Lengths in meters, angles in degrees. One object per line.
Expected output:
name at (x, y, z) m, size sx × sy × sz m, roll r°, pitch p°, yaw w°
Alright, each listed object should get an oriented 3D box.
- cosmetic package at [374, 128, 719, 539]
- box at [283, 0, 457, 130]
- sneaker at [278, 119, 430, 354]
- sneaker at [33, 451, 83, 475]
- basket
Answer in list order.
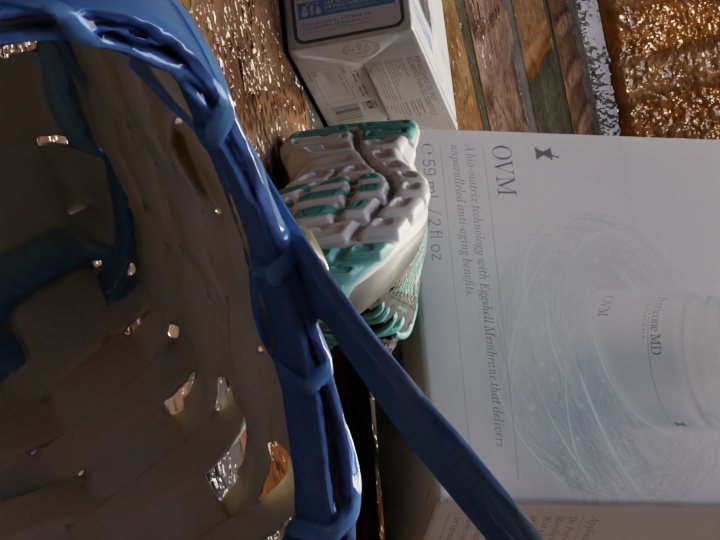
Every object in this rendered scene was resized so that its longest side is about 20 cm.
cosmetic package at (0.114, 0.049, 1.362) m, size 0.123 × 0.199 × 0.200 m, roll 107°, pitch -18°, yaw -55°
box at (-0.002, -0.173, 1.435) m, size 0.117 × 0.060 × 0.201 m, roll 61°, pitch 20°, yaw -62°
sneaker at (0.000, 0.000, 1.231) m, size 0.200 × 0.077 × 0.091 m, roll -65°, pitch 147°, yaw -71°
sneaker at (-0.082, 0.116, 0.613) m, size 0.083 × 0.080 × 0.201 m, roll -30°, pitch 110°, yaw -74°
basket at (-0.082, 0.035, 0.408) m, size 0.200 × 0.176 × 0.139 m, roll 57°, pitch -10°, yaw 46°
